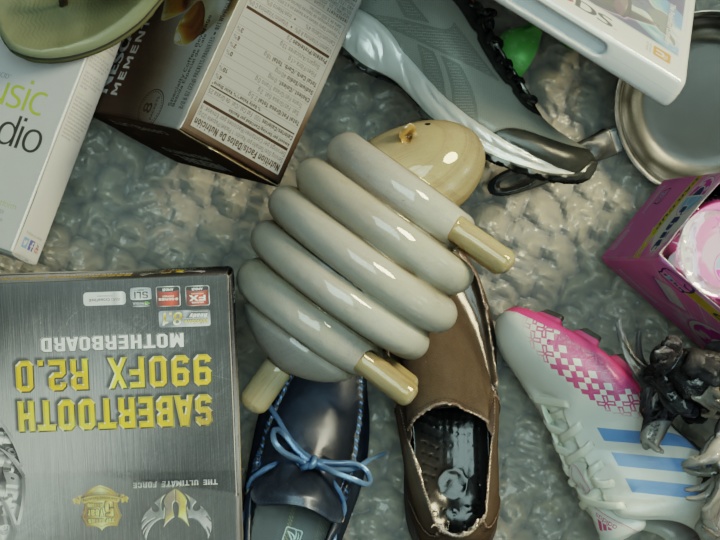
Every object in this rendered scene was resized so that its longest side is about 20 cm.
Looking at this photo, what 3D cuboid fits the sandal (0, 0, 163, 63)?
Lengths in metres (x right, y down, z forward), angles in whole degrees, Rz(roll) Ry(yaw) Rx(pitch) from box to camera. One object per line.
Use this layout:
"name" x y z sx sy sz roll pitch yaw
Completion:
"sandal" -0.121 -0.186 1.264 0.201 0.057 0.080 -28 70 15

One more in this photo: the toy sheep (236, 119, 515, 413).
"toy sheep" 0.000 0.000 1.284 0.138 0.138 0.200 36 89 -2

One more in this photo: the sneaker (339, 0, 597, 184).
"sneaker" 0.061 -0.121 1.342 0.200 0.074 0.079 40 98 12

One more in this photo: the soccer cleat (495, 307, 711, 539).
"soccer cleat" 0.147 0.106 1.354 0.200 0.070 0.086 40 74 -2

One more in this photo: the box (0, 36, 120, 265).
"box" -0.219 -0.117 1.329 0.144 0.036 0.200 17 81 20

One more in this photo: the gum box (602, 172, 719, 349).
"gum box" 0.249 0.032 1.341 0.200 0.114 0.066 40 83 -8

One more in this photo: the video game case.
"video game case" 0.113 -0.190 1.322 0.182 0.200 0.023 31 121 -7

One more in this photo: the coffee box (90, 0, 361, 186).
"coffee box" -0.065 -0.160 1.327 0.080 0.114 0.200 29 82 -36

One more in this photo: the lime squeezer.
"lime squeezer" 0.126 -0.127 1.390 0.200 0.038 0.071 -32 89 -8

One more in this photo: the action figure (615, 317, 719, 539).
"action figure" 0.215 0.101 1.274 0.200 0.119 0.102 27 82 30

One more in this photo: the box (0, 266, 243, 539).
"box" -0.167 0.080 1.284 0.200 0.048 0.159 -1 95 0

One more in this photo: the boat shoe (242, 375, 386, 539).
"boat shoe" -0.030 0.137 1.336 0.084 0.069 0.200 8 84 -5

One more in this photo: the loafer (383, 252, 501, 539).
"loafer" 0.054 0.071 1.349 0.073 0.071 0.200 -9 86 -6

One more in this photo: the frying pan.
"frying pan" 0.183 -0.075 1.394 0.190 0.031 0.115 -42 98 8
